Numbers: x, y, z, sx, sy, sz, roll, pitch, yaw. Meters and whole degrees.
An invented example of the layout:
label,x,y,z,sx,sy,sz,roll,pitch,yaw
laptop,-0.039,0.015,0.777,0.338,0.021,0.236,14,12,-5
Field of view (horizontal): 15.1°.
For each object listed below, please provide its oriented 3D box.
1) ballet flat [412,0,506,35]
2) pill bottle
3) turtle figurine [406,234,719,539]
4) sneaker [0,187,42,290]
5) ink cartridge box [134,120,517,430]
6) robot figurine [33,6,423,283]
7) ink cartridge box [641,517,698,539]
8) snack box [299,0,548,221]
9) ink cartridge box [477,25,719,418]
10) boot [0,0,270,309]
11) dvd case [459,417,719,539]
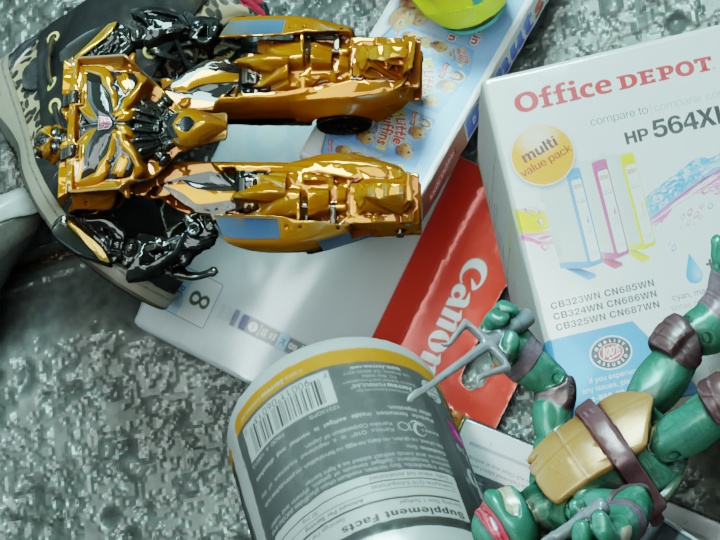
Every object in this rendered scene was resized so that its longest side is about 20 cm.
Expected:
label,x,y,z,sx,sy,sz,roll,pitch,yaw
ballet flat,0.021,-0.206,1.430,0.067,0.067,0.201,-30,51,-1
pill bottle,0.009,0.137,1.314,0.116,0.117,0.201,-29,44,9
turtle figurine,0.107,0.072,1.214,0.199,0.101,0.150,-35,49,-3
sneaker,-0.233,0.042,1.498,0.082,0.077,0.200,42,94,-7
ink cartridge box,0.000,0.000,1.436,0.199,0.047,0.161,25,87,21
robot figurine,-0.068,-0.068,1.366,0.198,0.058,0.146,-1,76,4
ink cartridge box,0.101,0.205,1.253,0.047,0.200,0.198,35,88,-2
snack box,0.046,-0.123,1.429,0.072,0.024,0.201,23,68,18
ink cartridge box,0.134,-0.020,1.346,0.128,0.125,0.201,-13,75,-2
boot,-0.111,-0.090,1.446,0.151,0.073,0.200,-45,46,13
dvd case,0.083,0.195,1.378,0.149,0.025,0.201,21,85,15
